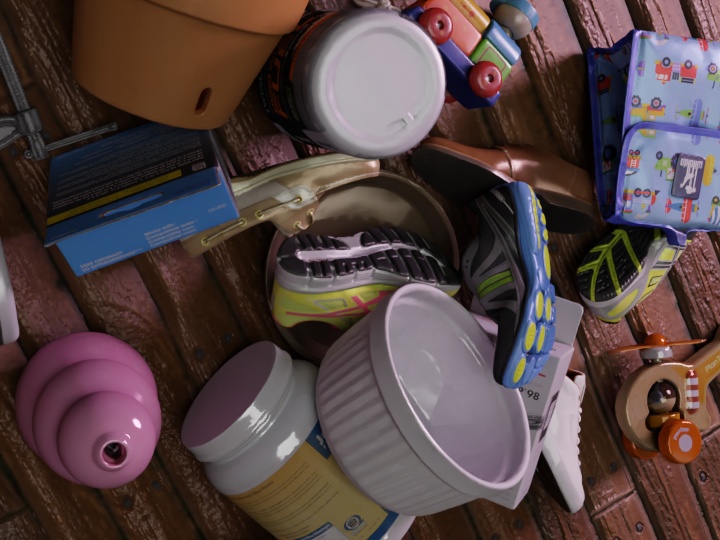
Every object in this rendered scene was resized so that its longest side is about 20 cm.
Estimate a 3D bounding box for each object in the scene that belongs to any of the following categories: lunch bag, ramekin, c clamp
[{"bbox_3d":[0.309,-0.124,1.264,0.150,0.094,0.200,4,85,-20],"label":"lunch bag"},{"bbox_3d":[0.051,0.122,1.133,0.105,0.200,0.200,-33,115,30],"label":"ramekin"},{"bbox_3d":[-0.327,-0.176,1.080,0.171,0.027,0.200,-26,110,-9],"label":"c clamp"}]

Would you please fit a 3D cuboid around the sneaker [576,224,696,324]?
[{"bbox_3d":[0.300,-0.028,1.324,0.200,0.075,0.076,-41,143,-12],"label":"sneaker"}]

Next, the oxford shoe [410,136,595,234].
[{"bbox_3d":[0.141,-0.098,1.255,0.200,0.071,0.071,18,64,-20],"label":"oxford shoe"}]

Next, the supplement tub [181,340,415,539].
[{"bbox_3d":[-0.053,0.175,1.180,0.200,0.145,0.145,44,84,-22],"label":"supplement tub"}]

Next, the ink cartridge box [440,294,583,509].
[{"bbox_3d":[0.132,0.114,1.238,0.116,0.067,0.200,19,103,18],"label":"ink cartridge box"}]

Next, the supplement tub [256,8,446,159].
[{"bbox_3d":[-0.017,-0.164,1.099,0.122,0.200,0.123,-4,101,-20],"label":"supplement tub"}]

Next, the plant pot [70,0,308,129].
[{"bbox_3d":[-0.154,-0.208,1.057,0.200,0.200,0.140,13,112,-22],"label":"plant pot"}]

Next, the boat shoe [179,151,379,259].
[{"bbox_3d":[-0.073,-0.062,1.152,0.200,0.074,0.067,-16,93,3],"label":"boat shoe"}]

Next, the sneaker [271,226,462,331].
[{"bbox_3d":[0.001,0.015,1.187,0.200,0.078,0.090,1,129,-28],"label":"sneaker"}]

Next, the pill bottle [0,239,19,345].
[{"bbox_3d":[-0.391,0.026,1.045,0.200,0.111,0.112,-11,104,-18],"label":"pill bottle"}]

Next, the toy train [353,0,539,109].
[{"bbox_3d":[0.074,-0.255,1.185,0.200,0.085,0.116,43,74,-22],"label":"toy train"}]

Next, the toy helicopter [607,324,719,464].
[{"bbox_3d":[0.349,0.108,1.368,0.200,0.079,0.132,-35,101,-22],"label":"toy helicopter"}]

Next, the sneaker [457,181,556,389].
[{"bbox_3d":[0.134,0.016,1.186,0.071,0.083,0.200,33,51,-57],"label":"sneaker"}]

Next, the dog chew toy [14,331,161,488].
[{"bbox_3d":[-0.225,0.124,1.077,0.124,0.200,0.125,-4,101,-19],"label":"dog chew toy"}]

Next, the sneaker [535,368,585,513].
[{"bbox_3d":[0.208,0.154,1.311,0.085,0.073,0.200,-25,106,-12],"label":"sneaker"}]

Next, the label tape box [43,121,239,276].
[{"bbox_3d":[-0.179,-0.057,1.043,0.144,0.200,0.063,-20,117,-2],"label":"label tape box"}]

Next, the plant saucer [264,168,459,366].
[{"bbox_3d":[0.000,0.000,1.230,0.200,0.029,0.201,-4,101,-20],"label":"plant saucer"}]
